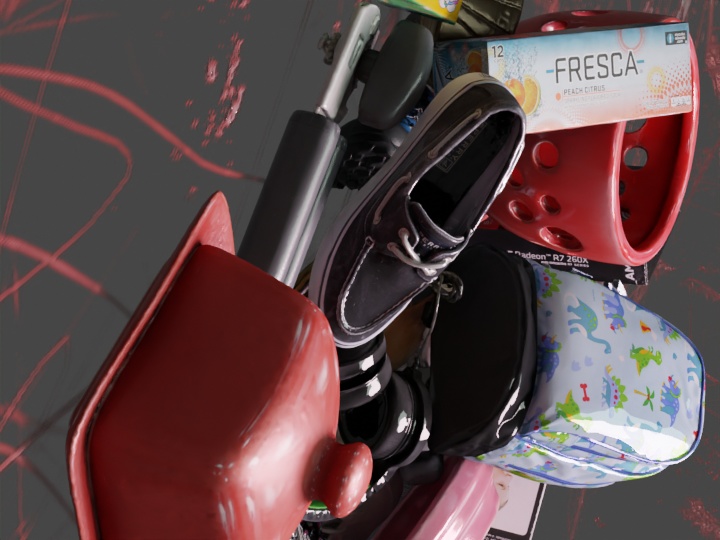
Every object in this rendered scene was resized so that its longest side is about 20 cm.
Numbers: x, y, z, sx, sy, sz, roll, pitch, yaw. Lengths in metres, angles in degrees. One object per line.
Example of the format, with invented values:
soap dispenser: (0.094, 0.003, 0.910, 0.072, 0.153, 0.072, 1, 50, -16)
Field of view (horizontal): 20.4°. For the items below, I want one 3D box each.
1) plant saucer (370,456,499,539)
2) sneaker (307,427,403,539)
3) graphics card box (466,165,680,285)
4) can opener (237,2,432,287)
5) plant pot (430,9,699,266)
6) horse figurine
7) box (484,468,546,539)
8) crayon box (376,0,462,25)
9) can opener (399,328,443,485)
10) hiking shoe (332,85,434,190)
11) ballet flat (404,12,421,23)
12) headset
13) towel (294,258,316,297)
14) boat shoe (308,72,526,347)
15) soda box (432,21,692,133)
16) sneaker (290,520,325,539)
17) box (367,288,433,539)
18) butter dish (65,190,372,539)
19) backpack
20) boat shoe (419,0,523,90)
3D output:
plant saucer: (0.038, 0.213, 1.469, 0.201, 0.051, 0.201, -53, -179, 1)
sneaker: (-0.031, 0.202, 1.471, 0.116, 0.073, 0.200, -57, 170, -32)
graphics card box: (0.169, -0.046, 1.744, 0.126, 0.199, 0.051, -54, 144, -50)
can opener: (-0.019, -0.073, 1.237, 0.201, 0.066, 0.053, -65, 164, -8)
plant pot: (0.160, -0.117, 1.616, 0.200, 0.182, 0.202, -40, 136, -54)
horse figurine: (0.018, 0.057, 1.502, 0.200, 0.050, 0.133, -46, 179, 34)
box: (0.125, 0.123, 1.583, 0.117, 0.060, 0.201, -68, 172, -83)
crayon box: (0.032, -0.232, 1.282, 0.200, 0.058, 0.119, -1, 108, -76)
can opener: (0.058, 0.097, 1.496, 0.200, 0.066, 0.053, -67, 152, -69)
hiking shoe: (0.016, -0.098, 1.387, 0.200, 0.074, 0.087, 19, 73, -82)
ballet flat: (0.077, -0.203, 1.514, 0.200, 0.046, 0.068, -57, 160, -47)
headset: (-0.004, 0.075, 1.361, 0.200, 0.094, 0.124, -47, 129, -10)
towel: (0.000, 0.000, 1.390, 0.144, 0.023, 0.200, -45, 169, 13)
boat shoe: (0.038, -0.029, 1.255, 0.200, 0.072, 0.068, -53, -155, 10)
soda box: (0.144, -0.136, 1.414, 0.199, 0.063, 0.069, -10, 100, -37)
sneaker: (-0.054, 0.174, 1.398, 0.081, 0.074, 0.201, 36, 71, -75)
box: (0.053, 0.124, 1.693, 0.183, 0.104, 0.201, 90, 22, -53)
butter dish: (-0.064, 0.096, 1.114, 0.200, 0.147, 0.200, 90, 23, -49)
backpack: (0.153, 0.082, 1.437, 0.200, 0.153, 0.164, 38, 49, -44)
boat shoe: (0.078, -0.216, 1.439, 0.071, 0.064, 0.201, 33, 69, -37)
